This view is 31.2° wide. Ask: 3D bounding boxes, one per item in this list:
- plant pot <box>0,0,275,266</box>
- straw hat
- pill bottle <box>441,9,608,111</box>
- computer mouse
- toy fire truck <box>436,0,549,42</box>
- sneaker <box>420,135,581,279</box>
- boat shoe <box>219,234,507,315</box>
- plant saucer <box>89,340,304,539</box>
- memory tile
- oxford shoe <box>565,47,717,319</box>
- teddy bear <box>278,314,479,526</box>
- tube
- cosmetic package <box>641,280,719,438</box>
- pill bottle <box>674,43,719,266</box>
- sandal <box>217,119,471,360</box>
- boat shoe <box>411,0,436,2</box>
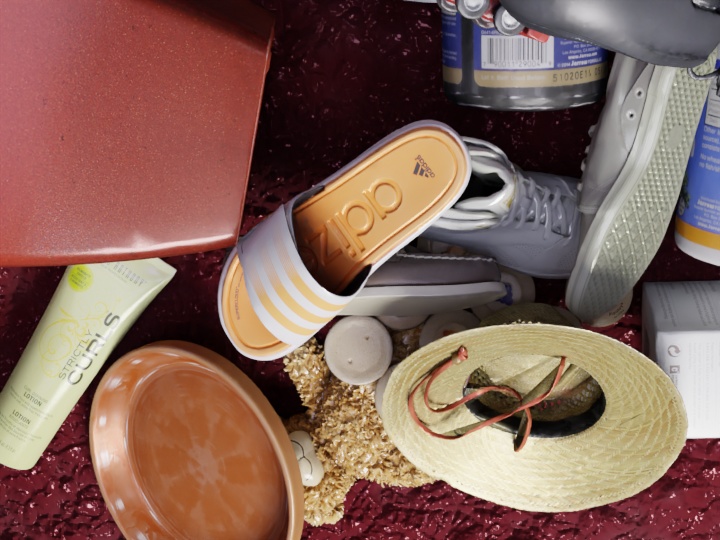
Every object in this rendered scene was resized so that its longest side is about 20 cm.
[{"bbox_3d":[-0.152,-0.112,0.857,0.173,0.200,0.203,10,107,-5],"label":"plant pot"},{"bbox_3d":[0.116,0.069,0.865,0.198,0.086,0.203,5,134,5],"label":"straw hat"},{"bbox_3d":[0.106,-0.211,0.832,0.110,0.112,0.203,0,106,7],"label":"pill bottle"},{"bbox_3d":[0.168,-0.167,0.721,0.197,0.053,0.141,5,109,-18],"label":"computer mouse"},{"bbox_3d":[0.088,-0.212,0.742,0.198,0.049,0.143,20,100,-18],"label":"toy fire truck"},{"bbox_3d":[0.104,-0.039,0.856,0.197,0.116,0.075,9,87,-3],"label":"sneaker"},{"bbox_3d":[0.000,0.000,0.879,0.197,0.072,0.060,-4,75,12],"label":"boat shoe"},{"bbox_3d":[-0.122,0.148,0.969,0.198,0.032,0.203,13,113,31],"label":"plant saucer"},{"bbox_3d":[0.084,0.034,0.920,0.153,0.017,0.200,43,89,-1],"label":"memory tile"},{"bbox_3d":[0.170,-0.067,0.828,0.057,0.075,0.203,26,107,38],"label":"oxford shoe"},{"bbox_3d":[0.005,0.104,0.957,0.198,0.067,0.147,-22,100,11],"label":"teddy bear"},{"bbox_3d":[-0.224,0.059,0.984,0.058,0.052,0.201,23,106,-43],"label":"tube"},{"bbox_3d":[0.296,0.057,0.886,0.197,0.113,0.082,0,107,9],"label":"cosmetic package"},{"bbox_3d":[0.270,-0.108,0.841,0.110,0.112,0.203,4,105,6],"label":"pill bottle"},{"bbox_3d":[-0.022,-0.019,0.803,0.206,0.059,0.079,-41,88,21],"label":"sandal"},{"bbox_3d":[-0.008,-0.225,0.833,0.199,0.070,0.071,24,97,39],"label":"boat shoe"}]
